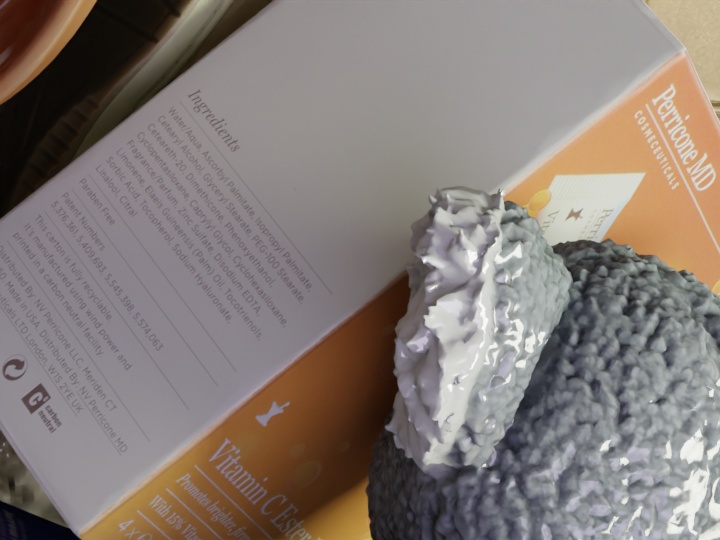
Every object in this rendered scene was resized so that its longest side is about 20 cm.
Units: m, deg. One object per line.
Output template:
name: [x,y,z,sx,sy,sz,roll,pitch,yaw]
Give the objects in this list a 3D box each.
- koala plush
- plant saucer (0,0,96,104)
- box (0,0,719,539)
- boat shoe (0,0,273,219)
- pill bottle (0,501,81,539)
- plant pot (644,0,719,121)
koala plush: [0.044,0.084,0.693,0.177,0.184,0.200,20,94,-35]
plant saucer: [-0.146,-0.128,0.723,0.200,0.032,0.201,5,105,18]
box: [0.000,0.000,0.777,0.200,0.098,0.124,-39,148,0]
boat shoe: [-0.065,-0.042,0.813,0.063,0.073,0.201,26,104,-36]
pill bottle: [-0.083,0.145,0.855,0.200,0.120,0.120,25,102,-25]
plant pot: [0.111,-0.083,0.874,0.199,0.027,0.201,-6,113,-14]
